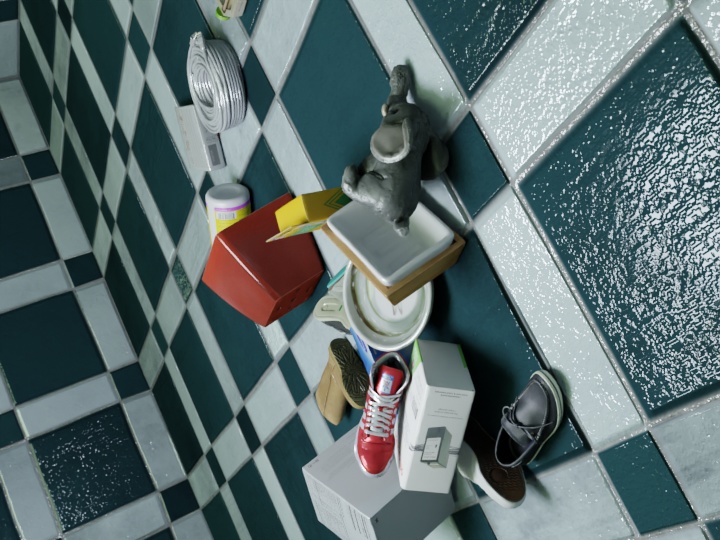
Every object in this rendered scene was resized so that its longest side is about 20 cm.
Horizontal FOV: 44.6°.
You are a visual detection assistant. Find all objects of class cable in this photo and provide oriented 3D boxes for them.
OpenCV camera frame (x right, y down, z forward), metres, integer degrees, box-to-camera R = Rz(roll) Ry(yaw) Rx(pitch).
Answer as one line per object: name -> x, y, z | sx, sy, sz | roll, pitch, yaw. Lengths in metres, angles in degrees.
cable -> -0.321, -0.408, 1.940 | 0.203, 0.068, 0.200 | 65, 153, 9

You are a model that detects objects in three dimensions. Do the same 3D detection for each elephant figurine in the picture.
elephant figurine -> 0.062, -0.186, 1.330 | 0.154, 0.142, 0.202 | 32, 107, 2

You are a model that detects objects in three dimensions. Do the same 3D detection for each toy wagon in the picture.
toy wagon -> -0.283, -0.615, 1.775 | 0.202, 0.039, 0.155 | 63, 151, 15

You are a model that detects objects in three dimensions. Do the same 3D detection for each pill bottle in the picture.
pill bottle -> -0.304, -0.095, 2.067 | 0.104, 0.103, 0.203 | 37, 137, 46

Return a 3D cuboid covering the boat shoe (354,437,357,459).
boat shoe -> 0.048, 0.264, 1.621 | 0.069, 0.202, 0.072 | 0, 134, 24

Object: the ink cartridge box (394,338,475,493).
ink cartridge box -> 0.116, 0.238, 1.442 | 0.146, 0.082, 0.203 | -99, 19, -64

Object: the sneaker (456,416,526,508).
sneaker -> 0.211, 0.330, 1.454 | 0.200, 0.072, 0.086 | -126, 28, -50

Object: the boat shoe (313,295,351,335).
boat shoe -> -0.010, 0.095, 1.720 | 0.068, 0.072, 0.199 | 43, 160, -33

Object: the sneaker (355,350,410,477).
sneaker -> 0.036, 0.231, 1.451 | 0.113, 0.070, 0.203 | 100, 179, -60

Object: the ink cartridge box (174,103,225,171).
ink cartridge box -> -0.397, -0.329, 2.163 | 0.199, 0.049, 0.165 | 21, 126, 65

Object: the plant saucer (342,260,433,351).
plant saucer -> 0.056, 0.036, 1.519 | 0.198, 0.050, 0.204 | 2, 93, 41

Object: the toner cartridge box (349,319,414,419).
toner cartridge box -> 0.064, 0.177, 1.588 | 0.043, 0.094, 0.203 | -36, 76, 60

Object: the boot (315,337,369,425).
boot -> -0.034, 0.264, 1.854 | 0.202, 0.065, 0.177 | 106, 149, -47

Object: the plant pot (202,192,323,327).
plant pot -> -0.192, -0.004, 1.848 | 0.177, 0.199, 0.201 | 50, 148, 11

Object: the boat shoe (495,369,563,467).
boat shoe -> 0.250, 0.230, 1.321 | 0.075, 0.061, 0.202 | 52, 145, 34

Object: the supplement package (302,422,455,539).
supplement package -> 0.035, 0.405, 1.627 | 0.199, 0.190, 0.149 | 23, 137, 46

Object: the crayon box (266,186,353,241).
crayon box -> -0.061, -0.105, 1.520 | 0.125, 0.197, 0.052 | -21, 85, 61

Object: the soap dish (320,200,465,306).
soap dish -> 0.052, -0.046, 1.417 | 0.200, 0.156, 0.082 | 45, 163, 39

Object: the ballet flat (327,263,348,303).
ballet flat -> 0.000, 0.000, 1.638 | 0.063, 0.068, 0.200 | 38, 143, -2
